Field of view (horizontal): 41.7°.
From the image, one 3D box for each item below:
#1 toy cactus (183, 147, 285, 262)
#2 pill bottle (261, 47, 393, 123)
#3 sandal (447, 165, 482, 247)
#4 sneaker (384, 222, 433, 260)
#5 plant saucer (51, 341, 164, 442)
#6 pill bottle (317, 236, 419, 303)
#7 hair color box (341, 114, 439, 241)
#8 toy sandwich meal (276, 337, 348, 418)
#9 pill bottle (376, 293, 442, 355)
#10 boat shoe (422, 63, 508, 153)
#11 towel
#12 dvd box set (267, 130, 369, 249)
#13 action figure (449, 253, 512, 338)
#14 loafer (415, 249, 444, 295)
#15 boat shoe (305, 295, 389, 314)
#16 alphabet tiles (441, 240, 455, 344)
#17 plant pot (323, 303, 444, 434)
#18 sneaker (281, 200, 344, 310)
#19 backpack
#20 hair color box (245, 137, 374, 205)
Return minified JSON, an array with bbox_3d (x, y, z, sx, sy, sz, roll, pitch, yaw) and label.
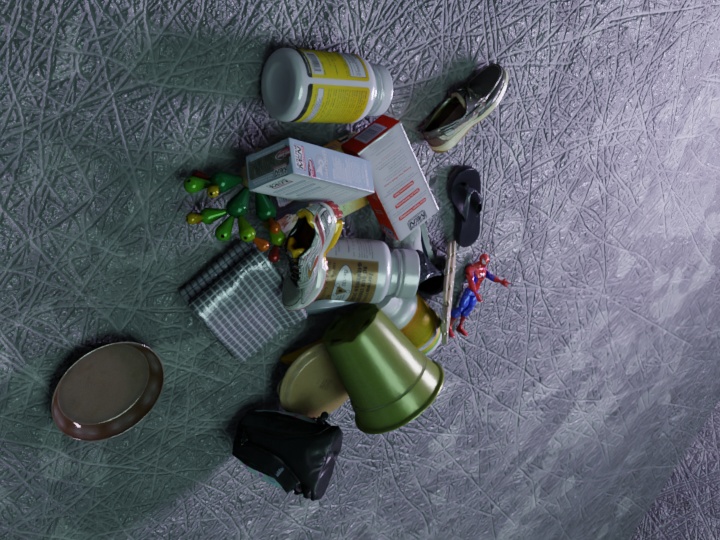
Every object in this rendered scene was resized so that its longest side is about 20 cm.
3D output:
[{"bbox_3d":[-0.190,-0.117,1.533,0.199,0.102,0.166,30,75,-19],"label":"toy cactus"},{"bbox_3d":[-0.049,-0.292,1.512,0.199,0.112,0.113,-5,122,-38],"label":"pill bottle"},{"bbox_3d":[0.222,-0.129,1.914,0.076,0.043,0.201,-32,135,-19],"label":"sandal"},{"bbox_3d":[0.082,-0.069,1.820,0.080,0.076,0.201,-30,134,-8],"label":"sneaker"},{"bbox_3d":[-0.429,0.198,1.597,0.199,0.034,0.201,-23,132,-27],"label":"plant saucer"},{"bbox_3d":[0.000,0.000,1.699,0.198,0.115,0.115,5,119,-13],"label":"pill bottle"},{"bbox_3d":[0.055,-0.162,1.668,0.101,0.061,0.201,-38,125,-15],"label":"hair color box"},{"bbox_3d":[-0.081,0.204,1.879,0.204,0.070,0.206,-19,129,-26],"label":"toy sandwich meal"},{"bbox_3d":[0.078,0.088,1.895,0.111,0.111,0.200,-48,138,-2],"label":"pill bottle"},{"bbox_3d":[0.193,-0.305,1.741,0.200,0.073,0.065,-50,143,1],"label":"boat shoe"},{"bbox_3d":[-0.198,0.059,1.658,0.165,0.086,0.200,-42,138,-8],"label":"towel"},{"bbox_3d":[-0.074,-0.141,1.661,0.199,0.029,0.147,-28,134,-22],"label":"dvd box set"},{"bbox_3d":[0.255,0.065,2.046,0.065,0.099,0.201,-5,119,-40],"label":"action figure"},{"bbox_3d":[0.130,0.021,1.845,0.068,0.071,0.201,-32,158,6],"label":"loafer"},{"bbox_3d":[-0.042,0.035,1.778,0.198,0.069,0.074,-14,171,1],"label":"boat shoe"},{"bbox_3d":[0.179,0.044,1.911,0.196,0.014,0.201,82,15,-55],"label":"alphabet tiles"},{"bbox_3d":[0.028,0.170,1.783,0.200,0.200,0.191,-38,113,-13],"label":"plant pot"},{"bbox_3d":[-0.099,-0.024,1.575,0.082,0.078,0.201,-9,124,-47],"label":"sneaker"},{"bbox_3d":[-0.147,0.350,1.823,0.127,0.199,0.168,71,37,-58],"label":"backpack"},{"bbox_3d":[-0.078,-0.154,1.525,0.199,0.099,0.061,7,71,-51],"label":"hair color box"}]
